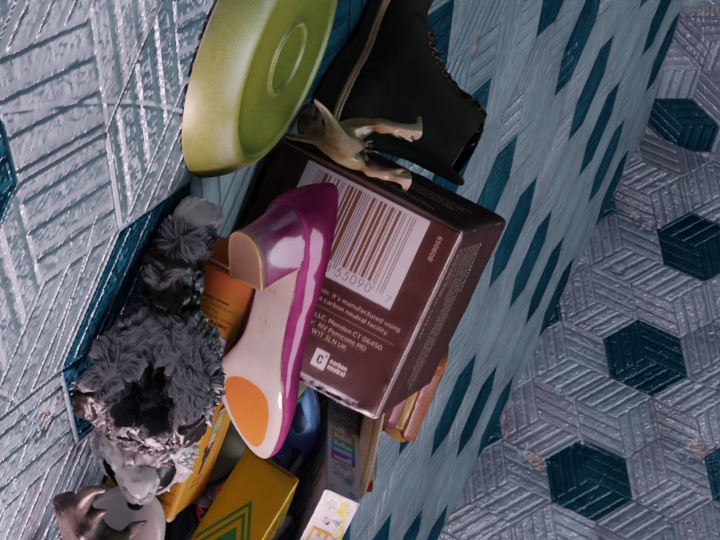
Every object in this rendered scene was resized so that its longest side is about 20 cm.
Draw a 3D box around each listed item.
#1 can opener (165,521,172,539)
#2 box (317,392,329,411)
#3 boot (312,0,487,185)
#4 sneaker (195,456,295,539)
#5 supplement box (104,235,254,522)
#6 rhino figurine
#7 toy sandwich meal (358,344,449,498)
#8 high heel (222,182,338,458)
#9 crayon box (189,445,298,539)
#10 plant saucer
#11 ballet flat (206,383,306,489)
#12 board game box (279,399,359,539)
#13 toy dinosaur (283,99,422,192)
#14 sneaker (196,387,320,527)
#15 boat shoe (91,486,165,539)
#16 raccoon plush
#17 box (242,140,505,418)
[{"bbox_3d":[-0.179,0.229,1.352,0.201,0.053,0.067,100,-12,-48],"label":"can opener"},{"bbox_3d":[-0.019,0.044,1.627,0.162,0.049,0.201,-58,170,-44],"label":"box"},{"bbox_3d":[0.062,-0.168,1.388,0.201,0.137,0.078,-62,167,-19],"label":"boot"},{"bbox_3d":[-0.100,0.230,1.463,0.097,0.071,0.202,-19,130,-21],"label":"sneaker"},{"bbox_3d":[-0.124,0.080,1.236,0.066,0.068,0.202,-26,137,-69],"label":"supplement box"},{"bbox_3d":[-0.194,0.225,1.154,0.060,0.087,0.202,-47,158,-57],"label":"rhino figurine"},{"bbox_3d":[0.034,0.127,1.634,0.205,0.069,0.208,-170,-90,-86],"label":"toy sandwich meal"},{"bbox_3d":[-0.050,0.036,1.177,0.096,0.067,0.202,-32,131,-40],"label":"high heel"},{"bbox_3d":[-0.106,0.221,1.297,0.201,0.050,0.127,-59,175,-21],"label":"crayon box"},{"bbox_3d":[-0.061,-0.152,1.153,0.201,0.031,0.201,-61,167,-24],"label":"plant saucer"},{"bbox_3d":[-0.106,0.115,1.405,0.200,0.069,0.070,-46,157,-63],"label":"ballet flat"},{"bbox_3d":[-0.044,0.218,1.530,0.200,0.034,0.135,-92,-153,-72],"label":"board game box"},{"bbox_3d":[-0.008,-0.094,1.247,0.200,0.100,0.059,-139,-122,-81],"label":"toy dinosaur"},{"bbox_3d":[-0.095,0.182,1.529,0.082,0.073,0.202,-22,134,-69],"label":"sneaker"},{"bbox_3d":[-0.190,0.232,1.251,0.201,0.074,0.093,-63,176,21],"label":"boat shoe"},{"bbox_3d":[-0.126,0.066,1.159,0.201,0.096,0.134,-62,175,-20],"label":"raccoon plush"},{"bbox_3d":[0.000,0.000,1.364,0.166,0.165,0.200,-66,168,10],"label":"box"}]
